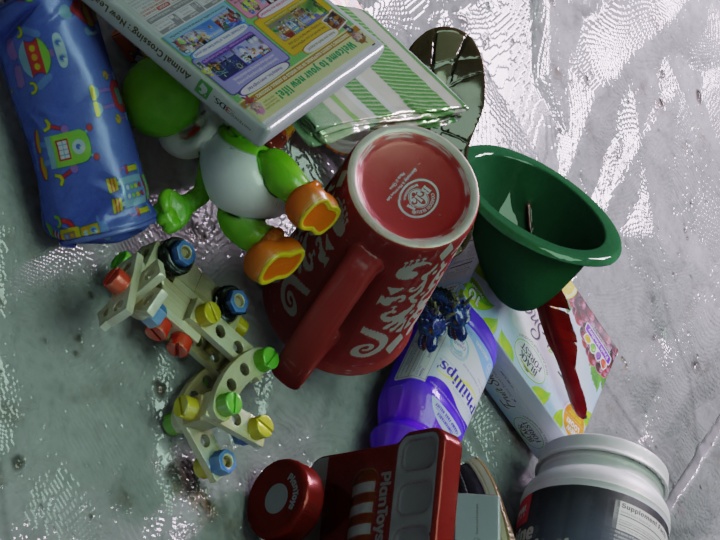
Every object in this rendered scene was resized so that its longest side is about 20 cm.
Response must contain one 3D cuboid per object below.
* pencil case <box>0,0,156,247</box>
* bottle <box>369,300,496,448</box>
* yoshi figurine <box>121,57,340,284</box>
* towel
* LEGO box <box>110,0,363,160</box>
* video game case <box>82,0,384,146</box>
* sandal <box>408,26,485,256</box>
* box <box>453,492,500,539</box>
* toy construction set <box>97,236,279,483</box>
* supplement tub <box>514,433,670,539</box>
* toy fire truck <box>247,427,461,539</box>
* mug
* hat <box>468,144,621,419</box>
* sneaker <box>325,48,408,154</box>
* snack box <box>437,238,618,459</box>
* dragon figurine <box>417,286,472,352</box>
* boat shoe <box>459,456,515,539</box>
[{"bbox_3d":[-0.216,-0.114,1.508,0.078,0.086,0.202,-104,177,-86],"label":"pencil case"},{"bbox_3d":[0.056,0.118,1.771,0.084,0.065,0.201,54,43,-27],"label":"bottle"},{"bbox_3d":[-0.113,-0.089,1.535,0.112,0.112,0.200,-33,68,-23],"label":"yoshi figurine"},{"bbox_3d":[-0.020,-0.158,1.624,0.153,0.023,0.199,46,33,22],"label":"towel"},{"bbox_3d":[-0.094,-0.198,1.683,0.149,0.077,0.201,55,43,-24],"label":"LEGO box"},{"bbox_3d":[-0.095,-0.188,1.539,0.182,0.022,0.200,40,35,6],"label":"video game case"},{"bbox_3d":[0.062,-0.107,1.747,0.081,0.054,0.202,2,84,-28],"label":"sandal"},{"bbox_3d":[0.070,0.277,1.647,0.041,0.200,0.157,4,70,-9],"label":"box"},{"bbox_3d":[-0.136,0.053,1.549,0.200,0.091,0.132,56,41,-39],"label":"toy construction set"},{"bbox_3d":[0.203,0.263,1.844,0.140,0.140,0.201,41,49,-35],"label":"supplement tub"},{"bbox_3d":[0.001,0.227,1.587,0.112,0.167,0.202,31,55,-40],"label":"toy fire truck"},{"bbox_3d":[0.011,0.000,1.614,0.132,0.200,0.179,11,60,-14],"label":"mug"},{"bbox_3d":[0.130,0.015,1.855,0.165,0.177,0.200,-7,44,-47],"label":"hat"},{"bbox_3d":[0.019,-0.158,1.783,0.076,0.092,0.199,51,30,19],"label":"sneaker"},{"bbox_3d":[0.154,0.054,1.921,0.200,0.053,0.143,53,45,-23],"label":"snack box"},{"bbox_3d":[0.043,-0.024,1.775,0.059,0.099,0.202,8,72,-49],"label":"dragon figurine"},{"bbox_3d":[0.104,0.247,1.762,0.074,0.064,0.201,75,-2,-46],"label":"boat shoe"}]
